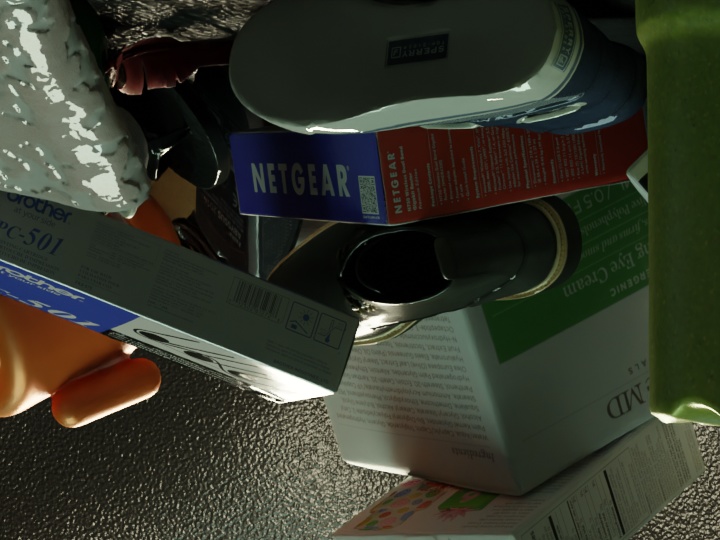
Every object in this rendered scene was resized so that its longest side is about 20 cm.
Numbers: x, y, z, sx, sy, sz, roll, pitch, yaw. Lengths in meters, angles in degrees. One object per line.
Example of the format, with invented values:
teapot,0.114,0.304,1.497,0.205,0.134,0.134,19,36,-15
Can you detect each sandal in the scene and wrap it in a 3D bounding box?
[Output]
sandal,-0.137,-0.085,1.255,0.048,0.076,0.200,-33,-154,-21

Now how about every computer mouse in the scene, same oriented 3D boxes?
computer mouse,-0.067,-0.053,1.290,0.052,0.201,0.139,-18,-134,-26

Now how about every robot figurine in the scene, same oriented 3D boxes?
robot figurine,-0.187,0.010,1.228,0.143,0.117,0.199,30,-138,34

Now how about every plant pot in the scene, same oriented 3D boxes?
plant pot,0.184,-0.026,0.785,0.199,0.186,0.200,8,177,0

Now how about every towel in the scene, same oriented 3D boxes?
towel,-0.206,-0.102,0.931,0.189,0.032,0.201,7,147,20

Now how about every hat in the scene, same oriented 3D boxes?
hat,-0.147,-0.140,1.079,0.165,0.177,0.200,35,158,2

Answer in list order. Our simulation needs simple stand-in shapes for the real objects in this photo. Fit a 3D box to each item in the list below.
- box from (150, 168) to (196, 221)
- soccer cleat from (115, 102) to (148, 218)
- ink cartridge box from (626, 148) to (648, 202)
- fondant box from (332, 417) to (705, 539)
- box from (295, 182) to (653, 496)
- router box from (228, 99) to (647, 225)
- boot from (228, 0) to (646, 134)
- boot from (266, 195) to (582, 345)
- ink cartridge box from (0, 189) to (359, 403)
box,-0.172,-0.057,1.361,0.199,0.165,0.021,10,159,-44
soccer cleat,-0.216,-0.051,1.155,0.198,0.070,0.087,-10,-136,-7
ink cartridge box,0.186,-0.058,1.028,0.039,0.099,0.200,46,-173,11
fondant box,0.101,0.143,1.290,0.144,0.059,0.199,-7,-164,43
box,0.090,0.018,1.312,0.198,0.173,0.199,-26,-164,-30
router box,0.047,-0.066,1.134,0.178,0.049,0.200,-11,-172,-24
boot,0.035,-0.091,0.995,0.199,0.073,0.090,4,170,39
boot,0.000,0.000,1.107,0.199,0.078,0.138,-19,176,33
ink cartridge box,-0.109,0.013,1.075,0.199,0.045,0.094,23,166,-17
